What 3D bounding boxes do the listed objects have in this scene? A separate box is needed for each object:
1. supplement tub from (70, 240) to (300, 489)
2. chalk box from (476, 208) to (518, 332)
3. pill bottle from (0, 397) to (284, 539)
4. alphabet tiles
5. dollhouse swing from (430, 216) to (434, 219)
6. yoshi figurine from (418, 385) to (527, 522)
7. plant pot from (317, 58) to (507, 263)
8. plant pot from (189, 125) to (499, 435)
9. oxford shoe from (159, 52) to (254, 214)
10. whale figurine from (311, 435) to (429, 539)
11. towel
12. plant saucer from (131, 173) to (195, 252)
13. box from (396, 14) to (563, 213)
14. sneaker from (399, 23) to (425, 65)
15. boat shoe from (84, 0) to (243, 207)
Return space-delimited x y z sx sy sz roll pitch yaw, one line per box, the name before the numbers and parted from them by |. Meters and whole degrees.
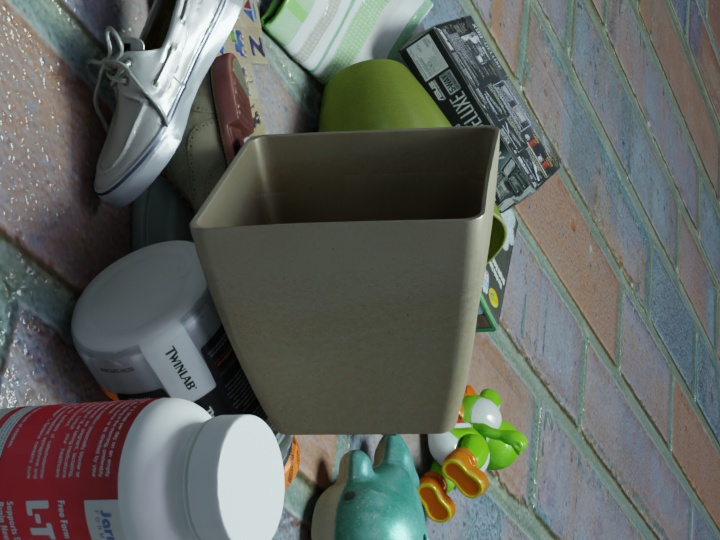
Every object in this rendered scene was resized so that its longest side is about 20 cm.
supplement tub | -0.125 0.088 1.086 0.201 0.121 0.123 65 32 -35
chalk box | 0.083 -0.009 1.549 0.125 0.123 0.201 60 36 -43
pill bottle | -0.154 0.140 0.921 0.112 0.198 0.114 23 64 -61
alphabet tiles | -0.128 -0.215 1.253 0.167 0.007 0.202 -13 92 -65
dollhouse swing | 0.000 0.000 1.252 0.176 0.180 0.203 -35 127 -71
yoshi figurine | 0.138 0.214 1.654 0.200 0.111 0.113 -53 148 -58
plant pot | 0.028 -0.099 1.414 0.187 0.186 0.202 34 36 -59
plant pot | 0.002 0.012 1.054 0.200 0.197 0.179 -70 157 -65
oxford shoe | -0.121 -0.069 1.135 0.070 0.074 0.202 55 28 -71
whale figurine | 0.028 0.242 1.401 0.200 0.103 0.161 -54 132 -55
towel | -0.008 -0.258 1.432 0.200 0.031 0.150 33 84 -56
plant saucer | -0.118 -0.021 1.206 0.200 0.050 0.203 20 67 -62
box | 0.131 -0.171 1.523 0.201 0.050 0.158 57 23 -2
sneaker | 0.059 -0.257 1.614 0.200 0.075 0.089 41 38 -54
boat shoe | -0.165 -0.152 1.081 0.086 0.074 0.203 34 77 -37
